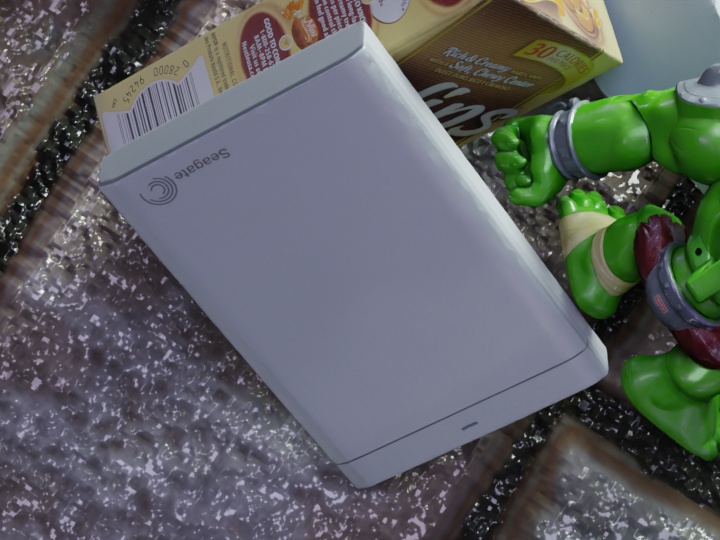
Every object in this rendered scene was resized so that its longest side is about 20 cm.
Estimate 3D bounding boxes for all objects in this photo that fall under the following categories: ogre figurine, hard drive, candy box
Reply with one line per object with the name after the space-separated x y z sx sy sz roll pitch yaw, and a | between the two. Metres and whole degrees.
0.151 0.002 1.025 0.098 0.120 0.201 -5 68 -44 | ogre figurine
0.000 0.000 1.039 0.131 0.200 0.027 -26 33 20 | hard drive
-0.001 -0.082 1.058 0.199 0.115 0.056 -26 67 25 | candy box

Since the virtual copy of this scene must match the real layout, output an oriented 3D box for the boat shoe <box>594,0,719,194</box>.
0.172 -0.078 1.100 0.071 0.091 0.201 -37 86 32 | boat shoe
